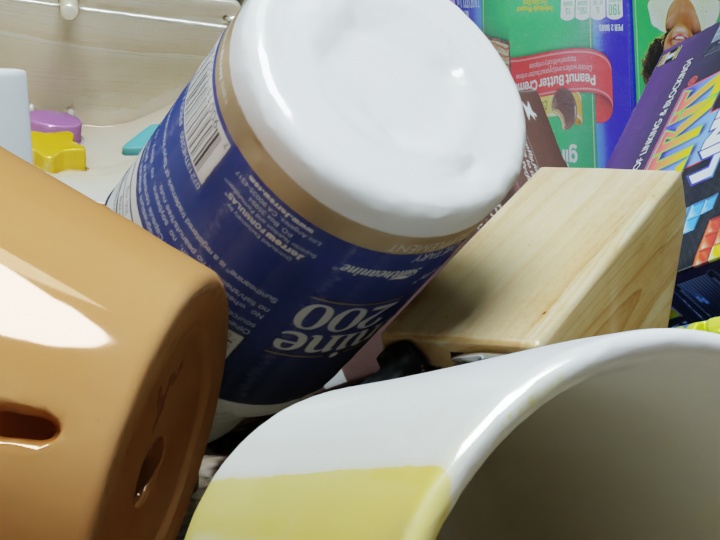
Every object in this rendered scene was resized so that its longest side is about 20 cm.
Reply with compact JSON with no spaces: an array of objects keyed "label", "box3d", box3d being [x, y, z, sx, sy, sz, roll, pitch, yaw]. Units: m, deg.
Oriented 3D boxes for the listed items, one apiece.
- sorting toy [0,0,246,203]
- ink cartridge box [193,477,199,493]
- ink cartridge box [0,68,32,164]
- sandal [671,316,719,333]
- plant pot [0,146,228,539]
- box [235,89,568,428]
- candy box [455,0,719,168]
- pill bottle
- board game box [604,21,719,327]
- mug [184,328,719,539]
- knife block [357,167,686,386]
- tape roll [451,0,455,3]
[{"label":"sorting toy","box3d":[-0.150,-0.070,0.938,0.200,0.107,0.180,6,29,-10]},{"label":"ink cartridge box","box3d":[-0.178,0.054,0.869,0.165,0.075,0.200,-7,12,-19]},{"label":"ink cartridge box","box3d":[-0.205,-0.013,0.740,0.050,0.109,0.200,4,14,30]},{"label":"sandal","box3d":[0.149,0.051,0.822,0.200,0.080,0.087,6,9,32]},{"label":"plant pot","box3d":[-0.131,0.048,0.629,0.140,0.200,0.200,17,13,8]},{"label":"box","box3d":[0.000,0.000,0.875,0.200,0.100,0.075,-22,-4,24]},{"label":"candy box","box3d":[0.132,-0.066,1.111,0.077,0.200,0.169,-10,10,-29]},{"label":"pill bottle","box3d":[-0.034,-0.014,0.715,0.111,0.111,0.200,-10,-25,-37]},{"label":"board game box","box3d":[0.181,-0.050,0.914,0.165,0.057,0.200,-25,30,53]},{"label":"mug","box3d":[0.013,0.088,0.467,0.186,0.150,0.153,-1,0,-31]},{"label":"knife block","box3d":[0.051,0.030,0.697,0.064,0.200,0.176,4,-18,28]},{"label":"tape roll","box3d":[0.108,-0.087,1.242,0.200,0.200,0.085,-3,11,-5]}]
